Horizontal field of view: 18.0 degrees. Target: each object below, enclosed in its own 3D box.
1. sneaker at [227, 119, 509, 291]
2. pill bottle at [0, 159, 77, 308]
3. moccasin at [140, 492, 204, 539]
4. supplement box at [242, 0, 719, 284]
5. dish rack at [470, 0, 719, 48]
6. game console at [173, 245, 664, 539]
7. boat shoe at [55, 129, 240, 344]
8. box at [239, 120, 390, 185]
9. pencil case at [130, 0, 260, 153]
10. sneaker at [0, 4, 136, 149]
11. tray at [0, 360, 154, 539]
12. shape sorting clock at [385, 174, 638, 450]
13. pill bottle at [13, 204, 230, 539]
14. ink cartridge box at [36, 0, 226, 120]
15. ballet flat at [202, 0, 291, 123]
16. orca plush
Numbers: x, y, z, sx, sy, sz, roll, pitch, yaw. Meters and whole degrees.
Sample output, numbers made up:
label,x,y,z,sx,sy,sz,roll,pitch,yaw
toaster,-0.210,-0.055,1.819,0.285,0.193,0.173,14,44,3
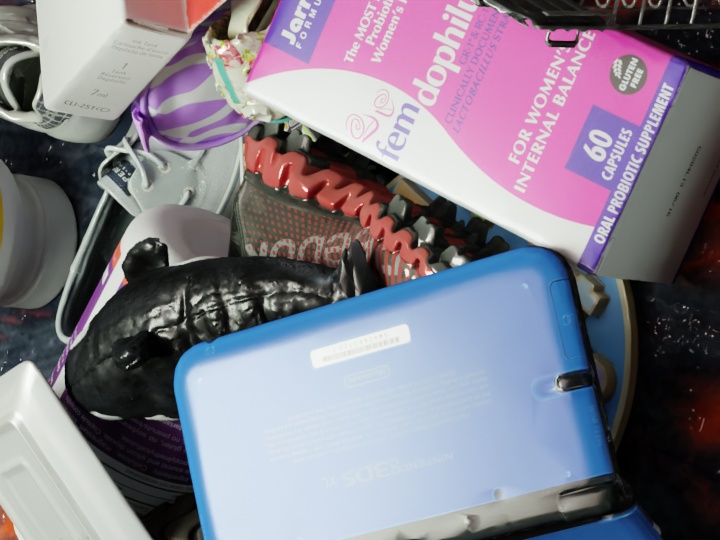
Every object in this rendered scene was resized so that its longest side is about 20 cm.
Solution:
label,x,y,z,sx,sy,sz,roll,pitch,yaw
sneaker,0.000,0.000,1.107,0.200,0.071,0.098,32,102,46
pill bottle,-0.269,-0.026,1.339,0.111,0.200,0.112,-7,80,45
moccasin,-0.030,0.162,1.152,0.201,0.074,0.078,8,119,22
supplement box,0.063,-0.082,1.044,0.200,0.103,0.102,28,100,27
dish rack,0.098,-0.149,0.995,0.153,0.200,0.055,37,122,41
game console,0.037,0.098,1.034,0.199,0.118,0.171,-17,79,23
boat shoe,-0.113,-0.040,1.274,0.070,0.071,0.201,34,106,43
box,0.014,-0.109,1.183,0.200,0.035,0.111,-13,76,43
pencil case,-0.115,-0.145,1.238,0.200,0.085,0.084,-126,20,-47
sneaker,-0.212,-0.125,1.381,0.200,0.080,0.077,18,100,46
tray,-0.141,0.145,1.171,0.200,0.022,0.107,56,145,-4
shape sorting clock,0.052,0.039,1.125,0.200,0.039,0.201,-7,80,45
pill bottle,-0.113,0.072,1.234,0.112,0.112,0.200,48,118,37
ink cartridge box,-0.110,-0.204,1.138,0.176,0.045,0.201,-38,52,48
ballet flat,-0.020,-0.165,1.145,0.075,0.064,0.200,0,56,40
orca plush,-0.081,0.043,1.086,0.199,0.071,0.106,0,109,37
